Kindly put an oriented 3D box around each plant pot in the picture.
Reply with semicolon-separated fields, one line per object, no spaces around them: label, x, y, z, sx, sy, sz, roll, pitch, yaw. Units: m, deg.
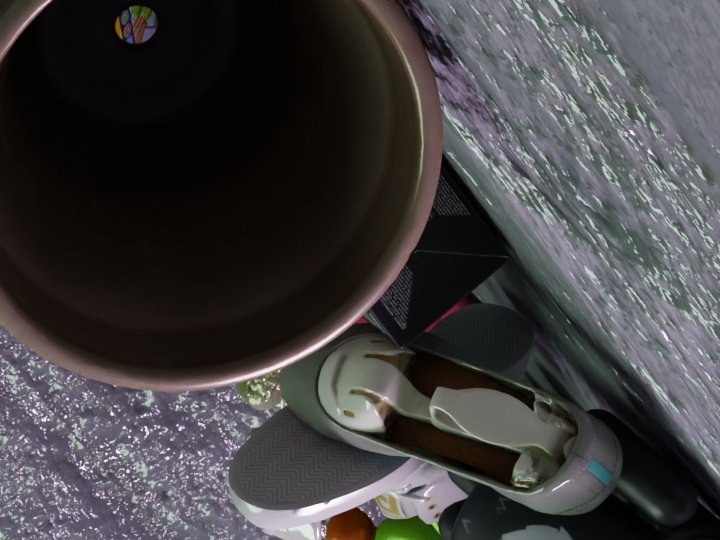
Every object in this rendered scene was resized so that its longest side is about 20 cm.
plant pot;-0.082;-0.074;0.889;0.200;0.200;0.175;53;-177;-28

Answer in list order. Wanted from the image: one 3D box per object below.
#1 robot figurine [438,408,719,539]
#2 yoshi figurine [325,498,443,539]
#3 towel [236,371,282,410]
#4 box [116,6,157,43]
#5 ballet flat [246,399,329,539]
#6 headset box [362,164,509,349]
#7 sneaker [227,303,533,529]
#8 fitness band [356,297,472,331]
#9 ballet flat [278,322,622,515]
robot figurine;0.123;0.157;1.081;0.200;0.125;0.150;41;175;41
yoshi figurine;0.064;0.125;1.302;0.112;0.200;0.113;13;-115;-40
towel;-0.070;-0.019;1.444;0.200;0.036;0.149;-112;34;-44
box;-0.214;-0.150;1.048;0.200;0.193;0.122;18;161;21
ballet flat;-0.049;0.105;1.486;0.069;0.069;0.201;-138;44;-61
headset box;-0.022;-0.058;1.099;0.149;0.077;0.200;53;176;-19
sneaker;0.013;0.109;1.149;0.074;0.200;0.116;41;143;31
fitness band;0.000;0.000;1.266;0.200;0.037;0.144;48;-161;25
ballet flat;0.035;0.063;1.042;0.200;0.068;0.064;18;169;30
